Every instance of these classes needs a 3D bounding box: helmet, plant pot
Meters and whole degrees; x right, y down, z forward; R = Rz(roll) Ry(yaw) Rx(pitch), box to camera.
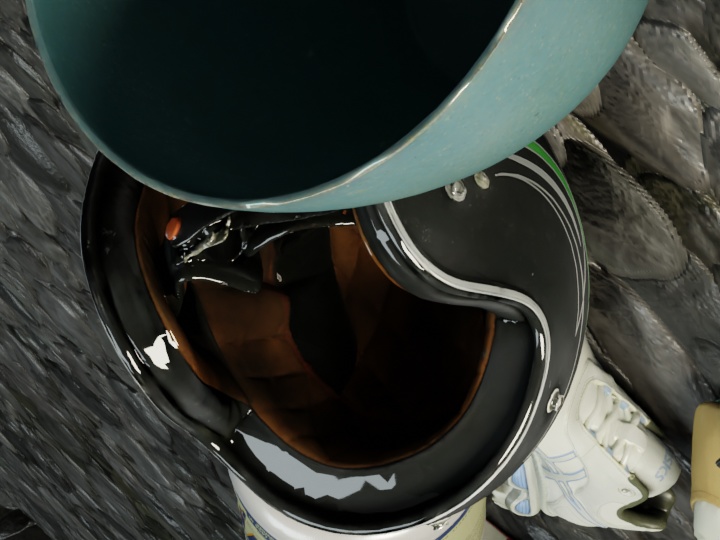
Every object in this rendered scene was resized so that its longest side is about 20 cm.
[{"bbox_3d":[0.000,0.000,0.903,0.200,0.200,0.191,26,166,48],"label":"helmet"},{"bbox_3d":[0.014,-0.109,0.671,0.200,0.200,0.135,33,-167,36],"label":"plant pot"}]

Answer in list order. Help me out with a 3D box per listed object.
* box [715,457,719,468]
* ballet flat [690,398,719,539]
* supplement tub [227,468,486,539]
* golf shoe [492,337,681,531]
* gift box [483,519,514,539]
[{"bbox_3d":[0.243,0.114,0.854,0.200,0.044,0.160,44,164,6],"label":"box"},{"bbox_3d":[0.191,0.145,1.017,0.069,0.063,0.200,20,150,54],"label":"ballet flat"},{"bbox_3d":[0.001,0.123,1.279,0.145,0.145,0.200,40,162,18],"label":"supplement tub"},{"bbox_3d":[0.108,0.066,1.054,0.097,0.078,0.200,19,160,21],"label":"golf shoe"},{"bbox_3d":[0.063,0.281,1.430,0.184,0.200,0.187,31,158,25],"label":"gift box"}]
